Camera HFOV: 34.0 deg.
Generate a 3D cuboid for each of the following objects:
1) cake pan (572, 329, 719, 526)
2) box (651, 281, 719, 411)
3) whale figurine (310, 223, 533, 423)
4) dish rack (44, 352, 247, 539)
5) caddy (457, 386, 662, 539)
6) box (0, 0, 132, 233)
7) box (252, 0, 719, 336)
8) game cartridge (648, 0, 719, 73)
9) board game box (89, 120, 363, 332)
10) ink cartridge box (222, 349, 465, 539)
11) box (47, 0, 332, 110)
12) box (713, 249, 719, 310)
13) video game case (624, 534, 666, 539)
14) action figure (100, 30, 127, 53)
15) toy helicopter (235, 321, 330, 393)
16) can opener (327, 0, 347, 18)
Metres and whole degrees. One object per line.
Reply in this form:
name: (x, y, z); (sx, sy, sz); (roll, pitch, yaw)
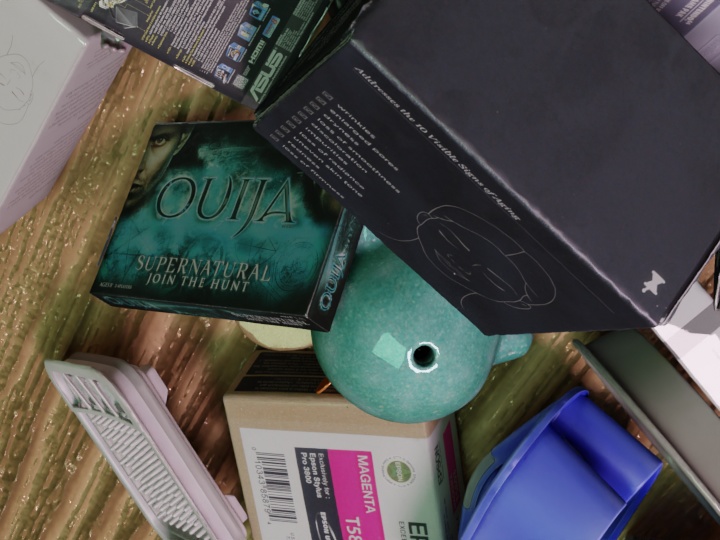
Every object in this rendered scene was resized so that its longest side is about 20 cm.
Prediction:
cake pan: (0.212, 0.112, 0.748); (0.037, 0.200, 0.201); (-39, 100, 4)
box: (0.214, 0.047, 0.721); (0.041, 0.156, 0.200); (-40, 100, 11)
whale figurine: (0.055, 0.009, 0.752); (0.159, 0.104, 0.200); (39, 99, -16)
dish rack: (-0.165, 0.144, 0.939); (0.171, 0.043, 0.202); (-2, 121, 59)
caddy: (0.120, 0.174, 0.826); (0.104, 0.141, 0.202); (36, 124, 20)
box: (-0.264, -0.145, 0.819); (0.152, 0.107, 0.200); (38, 122, -3)
box: (0.069, -0.074, 0.620); (0.200, 0.124, 0.196); (41, 167, -11)
game cartridge: (0.150, -0.144, 0.638); (0.131, 0.041, 0.200); (18, 164, -8)
board game box: (-0.083, -0.035, 0.774); (0.198, 0.137, 0.028); (4, 158, 37)
ink cartridge box: (-0.005, 0.166, 0.910); (0.162, 0.075, 0.203); (0, 116, 21)
box: (-0.075, -0.211, 0.663); (0.160, 0.049, 0.201); (24, 115, -22)
box: (0.302, -0.030, 0.647); (0.197, 0.164, 0.087); (11, 120, 12)
video game case: (0.276, 0.213, 0.802); (0.197, 0.143, 0.018); (6, 88, 17)
action figure: (-0.171, -0.232, 0.751); (0.198, 0.149, 0.135); (21, 108, -22)
toy helicopter: (0.000, 0.000, 0.825); (0.198, 0.079, 0.134); (-23, 101, 15)
can opener: (-0.029, -0.224, 0.716); (0.053, 0.067, 0.202); (-21, 108, 17)
